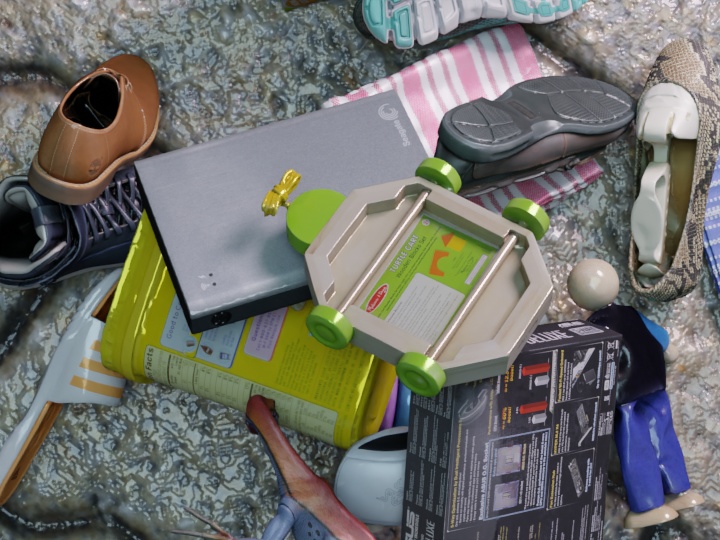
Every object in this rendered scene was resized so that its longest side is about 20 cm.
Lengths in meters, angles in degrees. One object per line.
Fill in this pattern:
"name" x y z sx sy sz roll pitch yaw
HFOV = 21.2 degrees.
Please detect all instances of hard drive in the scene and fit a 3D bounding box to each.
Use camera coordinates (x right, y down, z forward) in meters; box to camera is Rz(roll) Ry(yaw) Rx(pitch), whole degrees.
"hard drive" -0.043 -0.043 1.344 0.199 0.033 0.140 -17 56 -12

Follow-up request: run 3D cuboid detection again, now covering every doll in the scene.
"doll" 0.199 0.088 1.442 0.048 0.136 0.201 -17 88 42

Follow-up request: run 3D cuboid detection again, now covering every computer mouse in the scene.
"computer mouse" 0.072 0.144 1.371 0.199 0.044 0.110 -10 115 -32

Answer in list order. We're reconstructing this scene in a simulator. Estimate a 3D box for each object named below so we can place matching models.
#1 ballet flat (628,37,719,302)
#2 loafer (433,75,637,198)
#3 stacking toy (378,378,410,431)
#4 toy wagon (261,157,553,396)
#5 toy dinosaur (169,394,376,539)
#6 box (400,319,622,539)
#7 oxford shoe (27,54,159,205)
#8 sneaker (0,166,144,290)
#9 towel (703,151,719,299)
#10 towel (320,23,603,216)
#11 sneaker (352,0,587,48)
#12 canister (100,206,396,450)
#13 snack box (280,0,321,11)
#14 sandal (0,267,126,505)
"ballet flat" 0.231 -0.075 1.450 0.067 0.075 0.201 8 98 33
"loafer" 0.124 -0.098 1.433 0.072 0.199 0.063 43 129 30
"stacking toy" 0.082 0.101 1.452 0.199 0.085 0.086 7 84 -3
"toy wagon" 0.026 -0.006 1.274 0.199 0.040 0.155 26 59 18
"toy dinosaur" -0.019 0.168 1.303 0.199 0.105 0.183 -10 96 19
"box" 0.103 0.143 1.337 0.157 0.050 0.201 -8 107 -37
"oxford shoe" -0.184 -0.122 1.419 0.071 0.200 0.072 20 119 -2
"sneaker" -0.195 -0.042 1.432 0.201 0.146 0.077 -22 83 -4
"towel" 0.326 -0.053 1.497 0.144 0.024 0.201 -18 87 -3
"towel" 0.079 -0.097 1.452 0.199 0.030 0.147 -26 84 -32
"sneaker" 0.081 -0.216 1.481 0.199 0.091 0.078 -11 95 -20
"canister" -0.069 0.034 1.386 0.199 0.087 0.149 18 89 16
"snack box" 0.025 -0.270 1.442 0.199 0.169 0.068 -14 81 -1
"sandal" -0.212 0.096 1.455 0.059 0.079 0.208 28 93 2
